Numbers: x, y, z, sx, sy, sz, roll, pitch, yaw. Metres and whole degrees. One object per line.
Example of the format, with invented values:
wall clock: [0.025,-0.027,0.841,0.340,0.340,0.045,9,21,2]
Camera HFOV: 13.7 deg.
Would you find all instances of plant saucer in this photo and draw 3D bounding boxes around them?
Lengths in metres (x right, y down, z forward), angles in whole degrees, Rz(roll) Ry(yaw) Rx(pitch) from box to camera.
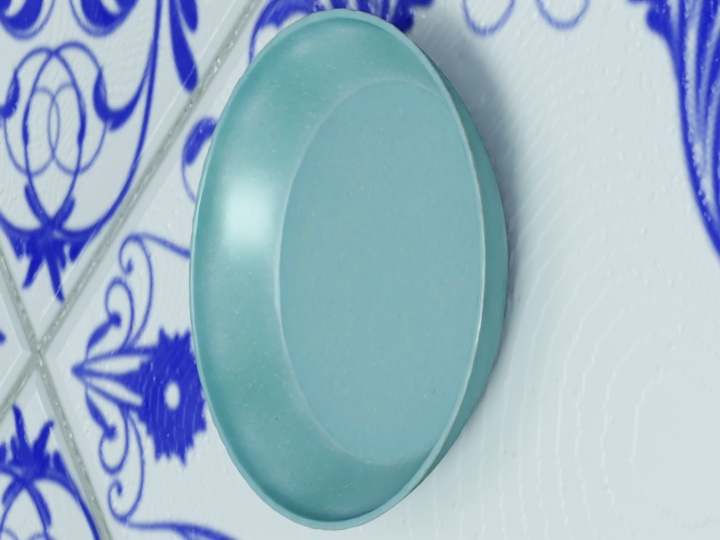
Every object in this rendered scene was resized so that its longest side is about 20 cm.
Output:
plant saucer: [0.000,0.000,1.158,0.200,0.036,0.201,-5,84,54]
